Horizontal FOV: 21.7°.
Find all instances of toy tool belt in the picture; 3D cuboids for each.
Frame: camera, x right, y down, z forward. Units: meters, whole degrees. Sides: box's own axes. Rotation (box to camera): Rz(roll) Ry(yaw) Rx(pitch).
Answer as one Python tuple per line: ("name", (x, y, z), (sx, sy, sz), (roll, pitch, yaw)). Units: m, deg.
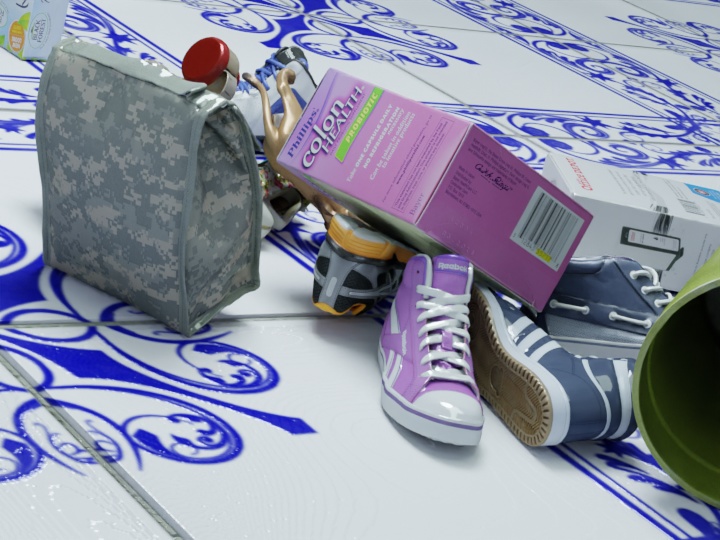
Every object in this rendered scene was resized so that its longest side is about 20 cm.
("toy tool belt", (-0.167, -0.121, 1.637), (0.123, 0.199, 0.126), (40, 31, -48))

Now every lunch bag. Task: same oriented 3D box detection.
("lunch bag", (-0.165, -0.079, 1.479), (0.163, 0.201, 0.117), (24, 40, 27))

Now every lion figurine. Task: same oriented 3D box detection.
("lion figurine", (-0.040, -0.093, 1.736), (0.199, 0.072, 0.123), (35, 37, -19))

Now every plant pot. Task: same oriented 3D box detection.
("plant pot", (0.320, 0.056, 1.458), (0.199, 0.202, 0.193), (17, 26, 7))

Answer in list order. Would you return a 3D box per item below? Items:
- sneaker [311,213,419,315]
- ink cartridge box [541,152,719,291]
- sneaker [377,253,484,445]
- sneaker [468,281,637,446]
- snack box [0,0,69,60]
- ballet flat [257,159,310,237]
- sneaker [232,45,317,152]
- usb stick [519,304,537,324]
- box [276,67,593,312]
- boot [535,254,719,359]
("sneaker", (0.000, 0.000, 1.618), (0.078, 0.078, 0.200), (26, 3, 16))
("ink cartridge box", (0.287, -0.045, 1.942), (0.198, 0.085, 0.146), (11, 19, -9))
("sneaker", (0.058, 0.050, 1.450), (0.072, 0.115, 0.201), (11, 20, -17))
("sneaker", (0.151, 0.075, 1.512), (0.108, 0.071, 0.200), (1, 30, -23))
("snack box", (-0.379, -0.355, 2.126), (0.053, 0.201, 0.142), (-2, 25, -41))
("ballet flat", (-0.095, -0.062, 1.731), (0.064, 0.076, 0.200), (51, 31, 3))
("sneaker", (-0.108, -0.185, 1.986), (0.198, 0.116, 0.081), (9, 19, -19))
("usb stick", (0.238, 0.054, 1.703), (0.198, 0.033, 0.056), (7, 27, -24))
("box", (0.062, -0.069, 1.585), (0.176, 0.097, 0.199), (32, -4, -41))
("boot", (0.248, 0.035, 1.604), (0.198, 0.091, 0.073), (4, 4, 5))
